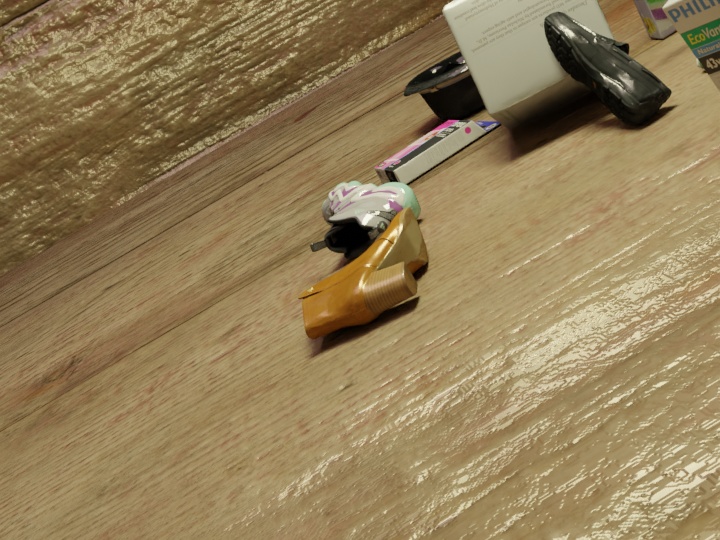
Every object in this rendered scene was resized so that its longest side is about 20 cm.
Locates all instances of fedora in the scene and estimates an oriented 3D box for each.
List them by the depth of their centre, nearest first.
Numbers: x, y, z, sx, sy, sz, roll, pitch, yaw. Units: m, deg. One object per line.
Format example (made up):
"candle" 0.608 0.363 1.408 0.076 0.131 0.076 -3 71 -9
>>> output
"fedora" 0.179 -0.327 1.943 0.200 0.092 0.201 -27 16 9

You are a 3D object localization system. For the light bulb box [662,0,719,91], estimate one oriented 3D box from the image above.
"light bulb box" 0.463 -0.315 1.160 0.200 0.125 0.198 -50 18 -28

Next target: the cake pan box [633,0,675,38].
"cake pan box" 0.500 -0.485 1.699 0.200 0.185 0.052 -30 20 -5

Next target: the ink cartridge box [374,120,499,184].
"ink cartridge box" 0.124 -0.199 1.763 0.200 0.037 0.095 -31 16 -12

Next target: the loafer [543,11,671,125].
"loafer" 0.312 -0.266 1.410 0.070 0.201 0.068 -34 -28 -9

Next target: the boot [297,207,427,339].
"boot" 0.000 0.001 1.295 0.144 0.071 0.201 -21 23 18

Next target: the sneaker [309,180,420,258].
"sneaker" -0.025 -0.063 1.525 0.140 0.078 0.200 -39 18 -31

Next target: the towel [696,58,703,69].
"towel" 0.516 -0.329 1.369 0.149 0.031 0.200 -56 14 -17

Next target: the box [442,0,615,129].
"box" 0.252 -0.326 1.572 0.199 0.172 0.199 -26 -6 14
